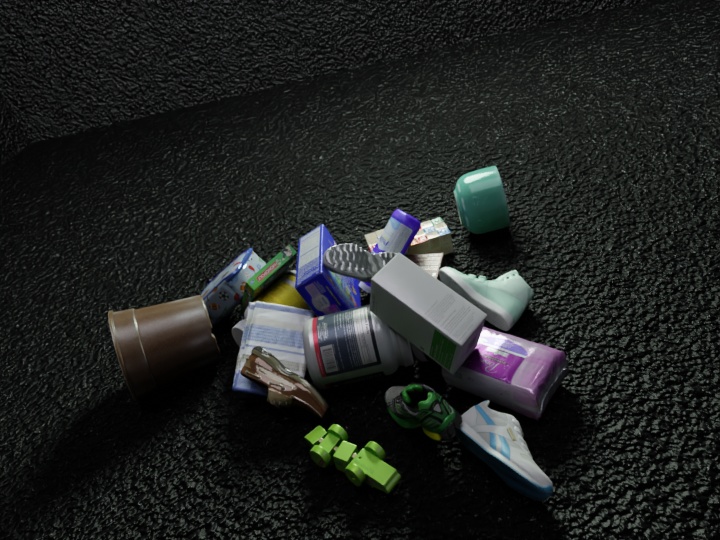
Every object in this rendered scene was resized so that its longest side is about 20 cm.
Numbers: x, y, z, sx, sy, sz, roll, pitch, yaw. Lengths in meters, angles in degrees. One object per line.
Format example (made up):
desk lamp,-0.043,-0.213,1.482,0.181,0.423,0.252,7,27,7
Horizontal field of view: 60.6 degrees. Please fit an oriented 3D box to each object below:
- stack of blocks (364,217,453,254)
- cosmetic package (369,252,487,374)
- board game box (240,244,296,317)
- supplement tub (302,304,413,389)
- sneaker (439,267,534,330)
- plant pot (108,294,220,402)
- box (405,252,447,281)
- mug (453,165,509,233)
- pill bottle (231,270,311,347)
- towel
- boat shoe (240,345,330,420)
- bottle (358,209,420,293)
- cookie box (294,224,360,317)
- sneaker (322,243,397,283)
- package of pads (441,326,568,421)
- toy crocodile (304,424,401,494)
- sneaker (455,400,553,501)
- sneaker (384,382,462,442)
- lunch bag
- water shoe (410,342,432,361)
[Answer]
stack of blocks,0.119,-0.067,1.534,0.197,0.059,0.116,-18,33,-1
cosmetic package,0.115,0.074,1.094,0.199,0.108,0.085,34,60,23
board game box,-0.216,0.032,1.428,0.029,0.200,0.135,42,63,6
supplement tub,-0.005,0.145,1.206,0.197,0.142,0.141,-13,33,4
sneaker,0.266,0.033,1.295,0.118,0.074,0.200,-40,56,-23
plant pot,-0.420,0.154,1.344,0.196,0.203,0.200,-18,32,-17
box,0.127,0.047,1.354,0.098,0.076,0.201,-3,38,20
mug,0.298,-0.161,1.533,0.113,0.186,0.154,-14,57,7
pill bottle,-0.189,0.099,1.381,0.110,0.113,0.200,14,44,38
towel,-0.176,0.162,1.264,0.144,0.024,0.203,8,61,-1
boat shoe,-0.148,0.229,1.183,0.199,0.076,0.074,33,70,22
bottle,0.064,-0.040,1.426,0.202,0.065,0.084,-60,22,7
cookie box,-0.069,0.024,1.372,0.074,0.172,0.201,-27,30,15
sneaker,0.000,0.000,1.320,0.198,0.082,0.076,10,55,-33
package of pads,0.256,0.177,1.104,0.198,0.077,0.120,16,45,40
toy crocodile,-0.019,0.319,1.042,0.198,0.062,0.067,17,45,33
sneaker,0.231,0.276,0.969,0.080,0.077,0.200,-35,37,-14
sneaker,0.097,0.224,1.065,0.078,0.086,0.199,-41,15,-21
lunch bag,-0.321,0.040,1.488,0.199,0.076,0.161,-37,19,24
water shoe,0.128,0.076,1.215,0.078,0.203,0.071,-12,2,19
